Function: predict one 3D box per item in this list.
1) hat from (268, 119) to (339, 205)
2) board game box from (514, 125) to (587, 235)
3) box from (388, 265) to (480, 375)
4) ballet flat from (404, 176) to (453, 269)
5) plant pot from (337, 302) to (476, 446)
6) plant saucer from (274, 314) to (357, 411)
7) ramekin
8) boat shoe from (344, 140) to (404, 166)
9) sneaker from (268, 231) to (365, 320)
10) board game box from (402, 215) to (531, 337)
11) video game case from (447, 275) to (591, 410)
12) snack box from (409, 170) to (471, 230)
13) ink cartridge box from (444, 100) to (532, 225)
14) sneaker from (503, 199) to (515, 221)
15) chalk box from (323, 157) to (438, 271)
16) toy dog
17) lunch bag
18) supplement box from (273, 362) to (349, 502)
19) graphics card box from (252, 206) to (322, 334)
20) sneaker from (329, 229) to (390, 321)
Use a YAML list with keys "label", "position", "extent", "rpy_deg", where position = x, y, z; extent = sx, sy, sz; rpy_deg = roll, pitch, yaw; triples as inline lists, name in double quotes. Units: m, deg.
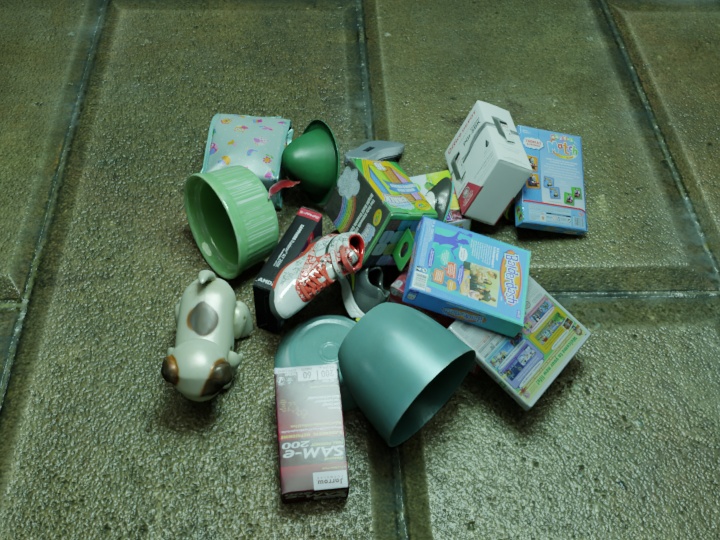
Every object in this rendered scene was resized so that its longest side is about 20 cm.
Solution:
- label: "hat"
  position: [-0.148, -0.206, 1.574]
  extent: [0.174, 0.199, 0.169]
  rpy_deg: [-8, 86, -30]
- label: "board game box"
  position: [0.376, -0.179, 1.626]
  extent: [0.149, 0.037, 0.203]
  rpy_deg: [6, 75, -20]
- label: "box"
  position: [0.152, 0.078, 1.438]
  extent: [0.199, 0.100, 0.095]
  rpy_deg: [32, 54, 21]
- label: "ballet flat"
  position: [0.123, -0.084, 1.531]
  extent: [0.068, 0.068, 0.203]
  rpy_deg: [15, 86, -25]
- label: "plant pot"
  position: [0.059, 0.150, 1.300]
  extent: [0.200, 0.202, 0.161]
  rpy_deg: [-36, 65, -28]
- label: "plant saucer"
  position: [-0.052, 0.149, 1.413]
  extent: [0.196, 0.036, 0.202]
  rpy_deg: [2, 50, -2]
- label: "ramekin"
  position: [-0.235, -0.095, 1.506]
  extent: [0.097, 0.202, 0.200]
  rpy_deg: [-24, 55, -31]
- label: "boat shoe"
  position: [0.031, -0.223, 1.702]
  extent: [0.073, 0.069, 0.199]
  rpy_deg: [14, 26, 23]
- label: "sneaker"
  position: [-0.068, 0.003, 1.377]
  extent: [0.107, 0.068, 0.202]
  rpy_deg: [-8, 32, 39]
- label: "board game box"
  position: [0.178, 0.009, 1.348]
  extent: [0.197, 0.045, 0.154]
  rpy_deg: [18, 55, -5]
- label: "video game case"
  position: [0.266, 0.105, 1.360]
  extent: [0.182, 0.022, 0.200]
  rpy_deg: [44, 57, 10]
- label: "snack box"
  position: [0.106, -0.119, 1.629]
  extent: [0.197, 0.053, 0.143]
  rpy_deg: [-11, 51, -12]
- label: "ink cartridge box"
  position: [0.248, -0.215, 1.617]
  extent: [0.082, 0.148, 0.202]
  rpy_deg: [15, 40, -21]
- label: "sneaker"
  position: [0.338, -0.185, 1.685]
  extent: [0.081, 0.075, 0.199]
  rpy_deg: [34, 55, 27]
- label: "chalk box"
  position: [0.046, -0.089, 1.467]
  extent: [0.123, 0.126, 0.201]
  rpy_deg: [-2, 46, -41]
- label: "toy dog"
  position: [-0.249, 0.121, 1.333]
  extent: [0.137, 0.195, 0.202]
  rpy_deg: [12, 43, -9]
- label: "lunch bag"
  position: [-0.229, -0.236, 1.668]
  extent: [0.167, 0.123, 0.202]
  rpy_deg: [4, 56, 2]
- label: "supplement box"
  position: [-0.079, 0.254, 1.286]
  extent: [0.107, 0.061, 0.203]
  rpy_deg: [-4, 63, -6]
- label: "graphics card box"
  position: [-0.128, -0.001, 1.474]
  extent: [0.050, 0.126, 0.201]
  rpy_deg: [20, 52, 13]
- label: "sneaker"
  position: [0.000, 0.000, 1.496]
  extent: [0.084, 0.074, 0.202]
  rpy_deg: [-37, 58, 24]
